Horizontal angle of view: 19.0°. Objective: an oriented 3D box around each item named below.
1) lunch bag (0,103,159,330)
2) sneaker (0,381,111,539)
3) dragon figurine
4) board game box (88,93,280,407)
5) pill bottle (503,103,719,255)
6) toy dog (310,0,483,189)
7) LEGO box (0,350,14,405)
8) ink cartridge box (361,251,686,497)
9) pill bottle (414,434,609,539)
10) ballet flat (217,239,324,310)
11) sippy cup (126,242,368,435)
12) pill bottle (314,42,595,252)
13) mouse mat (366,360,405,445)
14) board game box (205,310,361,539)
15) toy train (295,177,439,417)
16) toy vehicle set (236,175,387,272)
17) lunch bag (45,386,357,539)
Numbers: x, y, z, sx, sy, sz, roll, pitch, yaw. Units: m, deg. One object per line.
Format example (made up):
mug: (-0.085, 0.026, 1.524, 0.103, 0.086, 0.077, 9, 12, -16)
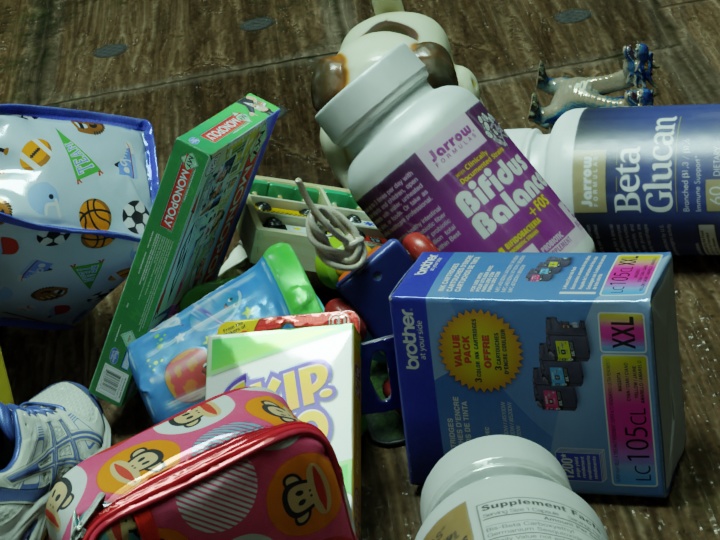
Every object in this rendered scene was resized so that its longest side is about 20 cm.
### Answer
lunch bag: (-0.265, -0.043, 1.535, 0.199, 0.124, 0.170, 3, -28, -34)
sneaker: (-0.221, 0.114, 1.415, 0.075, 0.089, 0.200, -4, 25, 15)
dragon figurine: (0.180, -0.112, 1.693, 0.099, 0.200, 0.059, 13, 61, 3)
board game box: (-0.123, -0.016, 1.499, 0.029, 0.201, 0.135, 26, 24, 10)
pill bottle: (0.201, -0.066, 1.595, 0.199, 0.112, 0.111, -1, 28, 19)
toy dog: (0.033, -0.137, 1.682, 0.139, 0.195, 0.200, 3, 7, 7)
LEGO box: (-0.302, 0.066, 1.411, 0.077, 0.201, 0.149, -1, 27, 16)
ink cartridge box: (0.097, 0.064, 1.345, 0.199, 0.137, 0.076, 1, 23, 22)
pill bottle: (0.084, 0.176, 1.152, 0.114, 0.115, 0.200, -10, 26, 0)
ballet flat: (-0.071, 0.015, 1.586, 0.067, 0.068, 0.200, -21, 26, -5)
sippy cup: (-0.080, 0.069, 1.421, 0.130, 0.140, 0.178, -23, -2, -4)
pill bottle: (0.062, -0.056, 1.488, 0.112, 0.200, 0.112, -40, 1, 1)
mouse mat: (0.067, 0.058, 1.515, 0.160, 0.008, 0.200, -13, 27, -6)
board game box: (-0.048, 0.114, 1.303, 0.095, 0.030, 0.201, -5, 59, 10)
toy train: (0.000, 0.000, 1.434, 0.085, 0.200, 0.116, -40, 24, -7)
toy vehicle set: (0.007, -0.026, 1.588, 0.199, 0.027, 0.124, 8, 20, -15)
lunch bag: (-0.084, 0.176, 1.116, 0.175, 0.201, 0.082, -24, 28, -20)
